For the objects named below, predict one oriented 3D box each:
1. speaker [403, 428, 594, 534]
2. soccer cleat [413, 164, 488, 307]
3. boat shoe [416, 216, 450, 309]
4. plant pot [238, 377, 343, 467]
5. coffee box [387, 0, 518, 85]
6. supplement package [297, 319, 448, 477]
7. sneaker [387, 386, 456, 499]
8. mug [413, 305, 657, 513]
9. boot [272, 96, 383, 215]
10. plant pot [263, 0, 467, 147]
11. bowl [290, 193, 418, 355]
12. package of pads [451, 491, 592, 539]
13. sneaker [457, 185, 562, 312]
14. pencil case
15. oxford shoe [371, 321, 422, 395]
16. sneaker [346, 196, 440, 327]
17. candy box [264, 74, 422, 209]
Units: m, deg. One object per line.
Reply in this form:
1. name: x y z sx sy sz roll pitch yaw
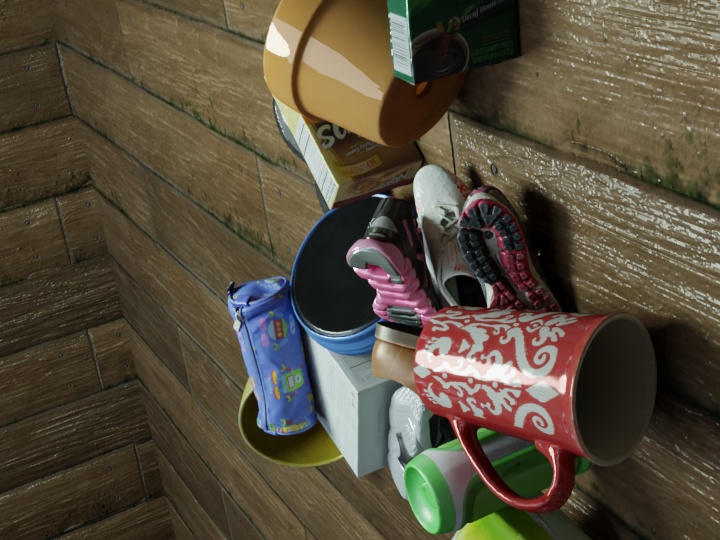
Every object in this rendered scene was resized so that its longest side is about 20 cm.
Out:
1. speaker: 0.145 0.191 1.218 0.089 0.198 0.089 48 149 43
2. soccer cleat: 0.103 -0.019 1.287 0.068 0.085 0.203 -23 84 24
3. boat shoe: 0.111 0.029 1.364 0.066 0.069 0.202 84 160 -82
4. plant pot: -0.081 0.170 1.802 0.143 0.197 0.202 -97 5 -52
5. coffee box: 0.081 -0.282 1.111 0.044 0.121 0.203 38 139 55
6. supplement package: 0.013 0.118 1.544 0.200 0.149 0.153 50 151 42
7. sneaker: 0.095 0.190 1.450 0.202 0.112 0.076 95 153 -48
8. mug: 0.143 0.110 1.119 0.198 0.178 0.134 7 138 45
9. boot: -0.034 -0.168 1.568 0.202 0.069 0.132 59 154 2
10. plant pot: 0.018 -0.220 1.242 0.140 0.199 0.202 40 145 26
11. bowl: 0.000 0.000 1.449 0.039 0.201 0.201 35 -168 -47
12. package of pads: 0.198 0.323 1.298 0.200 0.068 0.155 44 150 10
13. sneaker: 0.158 0.008 1.232 0.075 0.080 0.202 -72 -35 -62
14. pencil case: -0.110 0.108 1.517 0.077 0.086 0.203 6 115 43
15. oxford shoe: 0.102 0.113 1.292 0.198 0.071 0.072 15 96 26
16. sneaker: 0.048 -0.008 1.295 0.201 0.078 0.097 64 -142 -59
17. candy box: -0.023 -0.181 1.444 0.202 0.114 0.056 63 157 22
